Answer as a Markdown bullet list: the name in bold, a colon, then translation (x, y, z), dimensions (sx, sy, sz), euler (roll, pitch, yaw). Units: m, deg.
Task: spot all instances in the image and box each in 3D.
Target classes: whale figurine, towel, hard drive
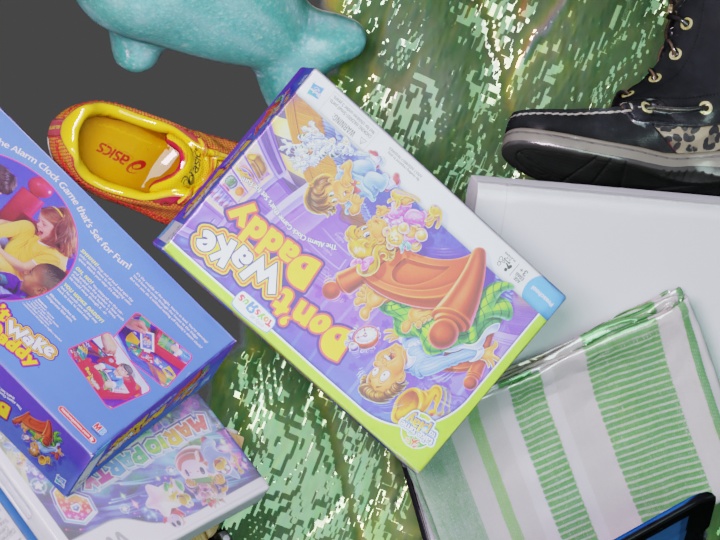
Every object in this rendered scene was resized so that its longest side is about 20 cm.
- **whale figurine**: translation (-0.085, -0.165, 1.528), dimensions (0.159, 0.104, 0.200), euler (-41, 115, 16)
- **towel**: translation (0.132, 0.115, 1.599), dimensions (0.199, 0.023, 0.153), euler (-25, 113, -5)
- **hard drive**: translation (0.154, 0.015, 1.600), dimensions (0.198, 0.026, 0.133), euler (5, 107, -14)

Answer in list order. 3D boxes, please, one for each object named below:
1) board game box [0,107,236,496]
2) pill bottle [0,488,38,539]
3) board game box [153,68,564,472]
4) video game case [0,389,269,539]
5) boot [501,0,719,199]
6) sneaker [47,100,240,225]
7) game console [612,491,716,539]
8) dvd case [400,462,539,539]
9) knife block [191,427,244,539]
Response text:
- **board game box**: translation (-0.187, 0.014, 1.483), dimensions (0.200, 0.045, 0.134), euler (44, 45, 8)
- **pill bottle**: translation (-0.233, 0.160, 1.512), dimensions (0.112, 0.112, 0.201), euler (-36, 101, -9)
- **board game box**: translation (0.000, 0.000, 1.511), dimensions (0.200, 0.045, 0.135), euler (41, 86, -12)
- **video game case**: translation (-0.162, 0.076, 1.492), dimensions (0.143, 0.018, 0.200), euler (-25, 70, -42)
- **boot**: translation (0.186, -0.125, 1.611), dimensions (0.202, 0.073, 0.155), euler (4, 76, -11)
- **sneaker**: translation (-0.090, -0.047, 1.554), dimensions (0.199, 0.077, 0.074), euler (14, 88, -15)
- **game console**: translation (0.149, 0.246, 1.603), dimensions (0.199, 0.118, 0.172), euler (-27, 98, -10)
- **dvd case**: translation (0.087, 0.066, 1.627), dimensions (0.149, 0.025, 0.201), euler (-17, 97, -12)
- **knife block**: translation (-0.144, 0.166, 1.543), dimensions (0.199, 0.064, 0.177), euler (21, 77, -14)
